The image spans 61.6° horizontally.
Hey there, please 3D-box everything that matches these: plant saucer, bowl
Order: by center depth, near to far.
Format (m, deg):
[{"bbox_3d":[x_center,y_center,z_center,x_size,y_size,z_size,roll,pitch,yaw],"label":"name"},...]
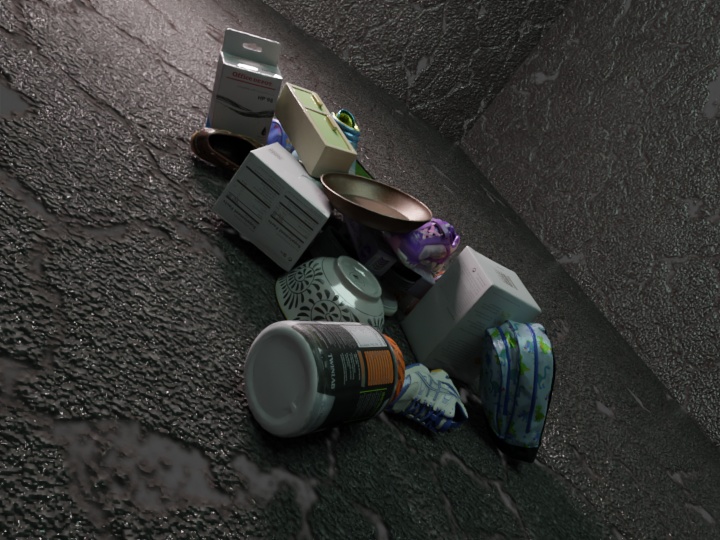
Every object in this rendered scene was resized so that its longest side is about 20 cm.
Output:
[{"bbox_3d":[-0.028,0.042,0.936,0.198,0.095,0.202,34,22,-16],"label":"bowl"},{"bbox_3d":[0.023,-0.108,0.996,0.194,0.038,0.201,16,21,-6],"label":"plant saucer"}]

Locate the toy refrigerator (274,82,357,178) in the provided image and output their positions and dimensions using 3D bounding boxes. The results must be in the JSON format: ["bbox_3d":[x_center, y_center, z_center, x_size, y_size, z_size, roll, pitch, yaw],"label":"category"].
[{"bbox_3d":[-0.085,-0.255,1.100,0.074,0.071,0.202,7,40,-40],"label":"toy refrigerator"}]

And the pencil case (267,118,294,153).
[{"bbox_3d":[-0.160,-0.294,1.366,0.199,0.076,0.090,-19,91,-67],"label":"pencil case"}]

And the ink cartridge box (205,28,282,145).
[{"bbox_3d":[-0.216,-0.326,1.127,0.112,0.204,0.067,6,33,-23],"label":"ink cartridge box"}]

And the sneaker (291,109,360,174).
[{"bbox_3d":[-0.066,-0.251,1.194,0.078,0.135,0.197,9,8,-43],"label":"sneaker"}]

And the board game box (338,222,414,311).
[{"bbox_3d":[0.041,-0.029,1.236,0.198,0.065,0.148,40,22,-2],"label":"board game box"}]

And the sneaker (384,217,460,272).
[{"bbox_3d":[0.116,-0.056,1.069,0.198,0.088,0.082,7,50,-57],"label":"sneaker"}]

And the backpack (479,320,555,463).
[{"bbox_3d":[0.266,0.187,1.031,0.149,0.205,0.164,17,25,-4],"label":"backpack"}]

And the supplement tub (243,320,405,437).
[{"bbox_3d":[-0.034,0.125,0.725,0.198,0.123,0.124,10,37,-55],"label":"supplement tub"}]

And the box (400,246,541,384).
[{"bbox_3d":[0.197,0.086,1.097,0.150,0.201,0.108,23,27,-36],"label":"box"}]

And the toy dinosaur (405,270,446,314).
[{"bbox_3d":[0.160,0.042,1.287,0.195,0.108,0.181,17,9,-23],"label":"toy dinosaur"}]

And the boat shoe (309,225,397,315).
[{"bbox_3d":[0.000,-0.001,1.094,0.199,0.072,0.070,40,21,-6],"label":"boat shoe"}]

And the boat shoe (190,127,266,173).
[{"bbox_3d":[-0.208,-0.205,1.096,0.196,0.073,0.069,10,-4,-40],"label":"boat shoe"}]

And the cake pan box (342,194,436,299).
[{"bbox_3d":[0.048,-0.056,1.116,0.182,0.052,0.204,26,32,-44],"label":"cake pan box"}]

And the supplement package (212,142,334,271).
[{"bbox_3d":[-0.130,-0.113,1.000,0.154,0.112,0.200,39,14,-7],"label":"supplement package"}]

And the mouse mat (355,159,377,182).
[{"bbox_3d":[0.000,-0.159,1.302,0.162,0.007,0.201,49,-21,16],"label":"mouse mat"}]

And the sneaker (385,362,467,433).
[{"bbox_3d":[0.101,0.195,0.894,0.197,0.076,0.089,11,36,-52],"label":"sneaker"}]
